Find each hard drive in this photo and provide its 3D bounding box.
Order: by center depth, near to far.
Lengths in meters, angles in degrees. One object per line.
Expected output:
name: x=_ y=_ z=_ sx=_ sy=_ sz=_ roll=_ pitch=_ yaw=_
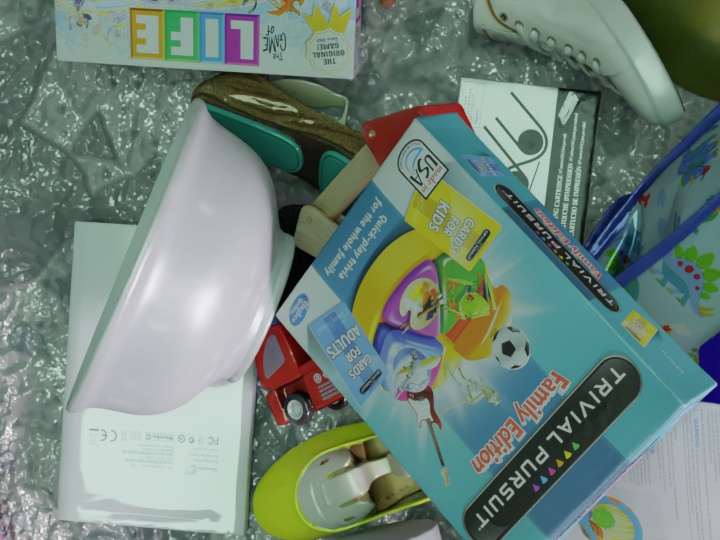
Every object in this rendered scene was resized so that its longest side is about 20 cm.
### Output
hard drive: x=-0.135 y=0.072 z=0.872 sx=0.130 sy=0.025 sz=0.203 roll=4 pitch=90 yaw=6

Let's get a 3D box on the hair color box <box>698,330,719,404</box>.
hair color box: x=0.294 y=0.080 z=0.691 sx=0.199 sy=0.065 sz=0.109 roll=32 pitch=132 yaw=-13

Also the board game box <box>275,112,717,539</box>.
board game box: x=0.063 y=0.041 z=0.682 sx=0.200 sy=0.047 sz=0.151 roll=48 pitch=122 yaw=19

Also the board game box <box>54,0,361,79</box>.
board game box: x=-0.097 y=-0.198 z=0.818 sx=0.197 sy=0.034 sz=0.136 roll=4 pitch=111 yaw=6

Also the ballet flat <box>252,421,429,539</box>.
ballet flat: x=0.018 y=0.129 z=0.835 sx=0.198 sy=0.067 sz=0.068 roll=-18 pitch=89 yaw=5

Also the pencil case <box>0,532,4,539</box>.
pencil case: x=-0.297 y=0.165 z=0.861 sx=0.087 sy=0.087 sz=0.202 roll=-28 pitch=86 yaw=5

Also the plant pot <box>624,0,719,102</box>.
plant pot: x=0.249 y=-0.204 z=0.749 sx=0.185 sy=0.200 sz=0.190 roll=0 pitch=90 yaw=6

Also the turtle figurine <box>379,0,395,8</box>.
turtle figurine: x=0.055 y=-0.269 z=0.803 sx=0.064 sy=0.201 sz=0.161 roll=39 pitch=63 yaw=19

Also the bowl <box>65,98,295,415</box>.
bowl: x=-0.098 y=0.006 z=0.770 sx=0.090 sy=0.201 sz=0.203 roll=22 pitch=92 yaw=-12

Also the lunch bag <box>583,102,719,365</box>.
lunch bag: x=0.230 y=0.015 z=0.771 sx=0.169 sy=0.128 sz=0.200 roll=36 pitch=115 yaw=-10

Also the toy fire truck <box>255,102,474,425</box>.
toy fire truck: x=0.000 y=0.000 z=0.780 sx=0.199 sy=0.049 sz=0.142 roll=-28 pitch=81 yaw=37

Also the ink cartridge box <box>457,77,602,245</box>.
ink cartridge box: x=0.100 y=-0.019 z=0.839 sx=0.093 sy=0.044 sz=0.203 roll=6 pitch=91 yaw=7

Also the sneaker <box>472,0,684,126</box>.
sneaker: x=0.127 y=-0.155 z=0.819 sx=0.084 sy=0.073 sz=0.201 roll=-37 pitch=65 yaw=11

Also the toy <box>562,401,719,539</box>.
toy: x=0.136 y=0.105 z=0.714 sx=0.198 sy=0.047 sz=0.116 roll=5 pitch=118 yaw=32

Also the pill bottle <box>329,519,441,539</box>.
pill bottle: x=0.030 y=0.267 z=0.807 sx=0.118 sy=0.120 sz=0.203 roll=-13 pitch=88 yaw=5

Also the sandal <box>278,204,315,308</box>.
sandal: x=0.012 y=0.031 z=0.836 sx=0.200 sy=0.045 sz=0.076 roll=41 pitch=120 yaw=23

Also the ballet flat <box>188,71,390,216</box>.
ballet flat: x=-0.018 y=-0.082 z=0.843 sx=0.199 sy=0.068 sz=0.073 roll=28 pitch=59 yaw=15
